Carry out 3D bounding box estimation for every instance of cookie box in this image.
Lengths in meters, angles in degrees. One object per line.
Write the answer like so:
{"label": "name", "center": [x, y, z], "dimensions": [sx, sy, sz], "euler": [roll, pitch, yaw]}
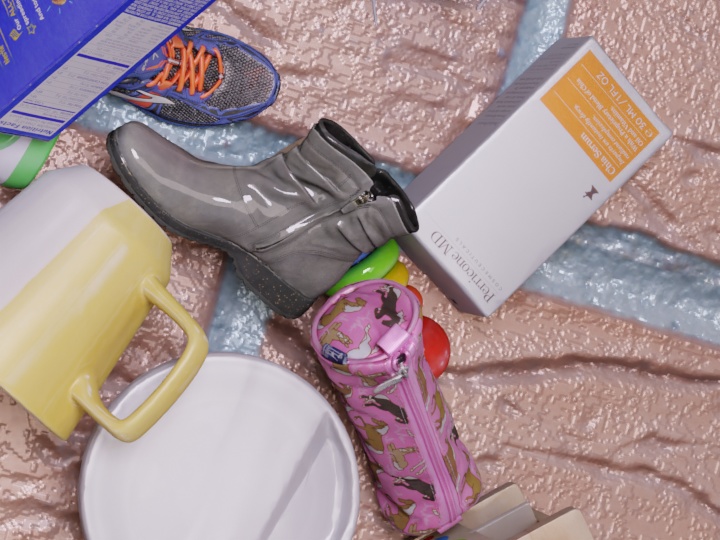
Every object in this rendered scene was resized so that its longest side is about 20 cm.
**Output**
{"label": "cookie box", "center": [-0.189, -0.210, 1.553], "dimensions": [0.200, 0.075, 0.171], "euler": [-36, 63, 26]}

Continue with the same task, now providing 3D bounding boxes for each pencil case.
{"label": "pencil case", "center": [0.028, 0.100, 1.690], "dimensions": [0.083, 0.087, 0.200], "euler": [-2, 135, 19]}

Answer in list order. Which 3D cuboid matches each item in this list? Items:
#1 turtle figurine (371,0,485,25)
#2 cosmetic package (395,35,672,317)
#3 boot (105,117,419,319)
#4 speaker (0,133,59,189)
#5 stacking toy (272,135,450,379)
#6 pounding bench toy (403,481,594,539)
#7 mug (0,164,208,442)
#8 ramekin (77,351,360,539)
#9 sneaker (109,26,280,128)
{"label": "turtle figurine", "center": [0.079, -0.267, 1.723], "dimensions": [0.150, 0.101, 0.200], "euler": [13, 84, -17]}
{"label": "cosmetic package", "center": [0.121, -0.070, 1.756], "dimensions": [0.200, 0.071, 0.101], "euler": [-45, 104, -9]}
{"label": "boot", "center": [-0.064, -0.066, 1.625], "dimensions": [0.200, 0.068, 0.131], "euler": [38, 117, -22]}
{"label": "speaker", "center": [-0.302, -0.133, 1.621], "dimensions": [0.200, 0.088, 0.089], "euler": [29, 85, -16]}
{"label": "stacking toy", "center": [0.000, 0.000, 1.728], "dimensions": [0.085, 0.085, 0.200], "euler": [-36, 109, -12]}
{"label": "pounding bench toy", "center": [0.125, 0.279, 1.733], "dimensions": [0.124, 0.156, 0.200], "euler": [-27, 101, -13]}
{"label": "mug", "center": [-0.195, 0.023, 1.623], "dimensions": [0.187, 0.149, 0.153], "euler": [42, 81, -4]}
{"label": "ramekin", "center": [-0.107, 0.155, 1.690], "dimensions": [0.202, 0.094, 0.203], "euler": [-1, 93, -16]}
{"label": "sneaker", "center": [-0.150, -0.145, 1.668], "dimensions": [0.200, 0.078, 0.075], "euler": [11, 91, -17]}
